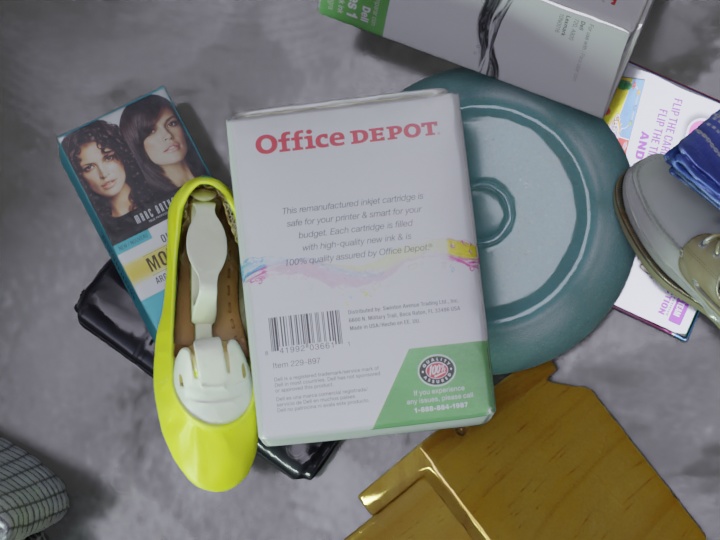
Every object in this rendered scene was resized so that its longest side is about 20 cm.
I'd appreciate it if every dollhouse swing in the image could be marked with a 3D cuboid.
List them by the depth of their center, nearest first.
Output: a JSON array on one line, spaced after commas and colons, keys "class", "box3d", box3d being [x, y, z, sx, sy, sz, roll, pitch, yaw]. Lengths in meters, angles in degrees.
[{"class": "dollhouse swing", "box3d": [0.091, 0.203, 1.606, 0.181, 0.176, 0.200, -34, 82, -37]}]

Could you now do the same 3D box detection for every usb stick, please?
[{"class": "usb stick", "box3d": [-0.101, 0.065, 1.635, 0.199, 0.033, 0.056, 36, 82, 7]}]

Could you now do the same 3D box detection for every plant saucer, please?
[{"class": "plant saucer", "box3d": [0.078, -0.035, 1.569, 0.198, 0.036, 0.202, -1, 85, 7]}]

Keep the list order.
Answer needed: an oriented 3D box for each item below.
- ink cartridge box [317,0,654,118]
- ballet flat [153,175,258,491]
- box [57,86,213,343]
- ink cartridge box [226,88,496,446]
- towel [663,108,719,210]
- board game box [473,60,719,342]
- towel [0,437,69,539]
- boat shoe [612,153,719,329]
[{"class": "ink cartridge box", "box3d": [0.093, -0.199, 1.561, 0.199, 0.085, 0.146, 22, 48, 7]}, {"class": "ballet flat", "box3d": [-0.096, 0.035, 1.539, 0.066, 0.067, 0.202, -1, 76, -8]}, {"class": "box", "box3d": [-0.119, -0.013, 1.611, 0.082, 0.049, 0.201, -27, 79, -10]}, {"class": "ink cartridge box", "box3d": [0.000, 0.000, 1.506, 0.144, 0.088, 0.202, -7, 83, 0]}, {"class": "towel", "box3d": [0.298, -0.080, 1.518, 0.145, 0.024, 0.200, 39, 58, 17]}, {"class": "board game box", "box3d": [0.153, -0.063, 1.605, 0.199, 0.040, 0.154, 25, 91, 7]}, {"class": "towel", "box3d": [-0.302, 0.140, 1.591, 0.199, 0.166, 0.086, 27, 97, 7]}, {"class": "boat shoe", "box3d": [0.234, -0.002, 1.508, 0.075, 0.069, 0.200, -32, 69, -22]}]
